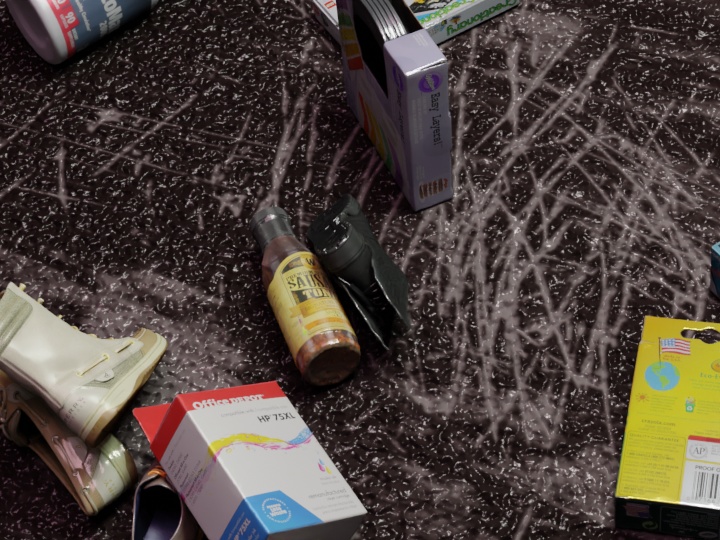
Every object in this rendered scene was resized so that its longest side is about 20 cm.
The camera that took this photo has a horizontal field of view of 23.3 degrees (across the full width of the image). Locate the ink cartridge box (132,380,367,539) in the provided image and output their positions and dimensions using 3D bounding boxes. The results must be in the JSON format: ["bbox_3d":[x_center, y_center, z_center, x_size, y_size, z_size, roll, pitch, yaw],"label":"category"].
[{"bbox_3d":[-0.099,0.165,1.511,0.115,0.068,0.200,-5,46,-43],"label":"ink cartridge box"}]

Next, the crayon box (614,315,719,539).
[{"bbox_3d":[0.297,0.136,1.528,0.126,0.051,0.201,6,52,14],"label":"crayon box"}]

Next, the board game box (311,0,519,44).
[{"bbox_3d":[0.061,-0.301,1.948,0.199,0.035,0.126,-27,50,-14],"label":"board game box"}]

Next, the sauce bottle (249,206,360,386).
[{"bbox_3d":[-0.060,0.019,1.675,0.065,0.066,0.201,-21,51,-9],"label":"sauce bottle"}]

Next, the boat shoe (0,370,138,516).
[{"bbox_3d":[-0.291,0.149,1.599,0.200,0.074,0.063,36,58,24],"label":"boat shoe"}]

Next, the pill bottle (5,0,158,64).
[{"bbox_3d":[-0.294,-0.332,1.975,0.199,0.120,0.119,-35,53,-19],"label":"pill bottle"}]

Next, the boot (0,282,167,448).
[{"bbox_3d":[-0.264,0.068,1.581,0.154,0.072,0.200,35,19,-3],"label":"boot"}]

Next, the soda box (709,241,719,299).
[{"bbox_3d":[0.404,0.043,1.582,0.068,0.064,0.200,-28,51,-15],"label":"soda box"}]

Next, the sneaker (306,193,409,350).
[{"bbox_3d":[0.002,-0.002,1.684,0.060,0.104,0.200,-38,14,8],"label":"sneaker"}]

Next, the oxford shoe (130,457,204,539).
[{"bbox_3d":[-0.159,0.190,1.540,0.070,0.073,0.201,0,50,10],"label":"oxford shoe"}]

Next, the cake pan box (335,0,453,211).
[{"bbox_3d":[0.034,-0.191,1.751,0.052,0.201,0.185,-22,52,-13],"label":"cake pan box"}]
